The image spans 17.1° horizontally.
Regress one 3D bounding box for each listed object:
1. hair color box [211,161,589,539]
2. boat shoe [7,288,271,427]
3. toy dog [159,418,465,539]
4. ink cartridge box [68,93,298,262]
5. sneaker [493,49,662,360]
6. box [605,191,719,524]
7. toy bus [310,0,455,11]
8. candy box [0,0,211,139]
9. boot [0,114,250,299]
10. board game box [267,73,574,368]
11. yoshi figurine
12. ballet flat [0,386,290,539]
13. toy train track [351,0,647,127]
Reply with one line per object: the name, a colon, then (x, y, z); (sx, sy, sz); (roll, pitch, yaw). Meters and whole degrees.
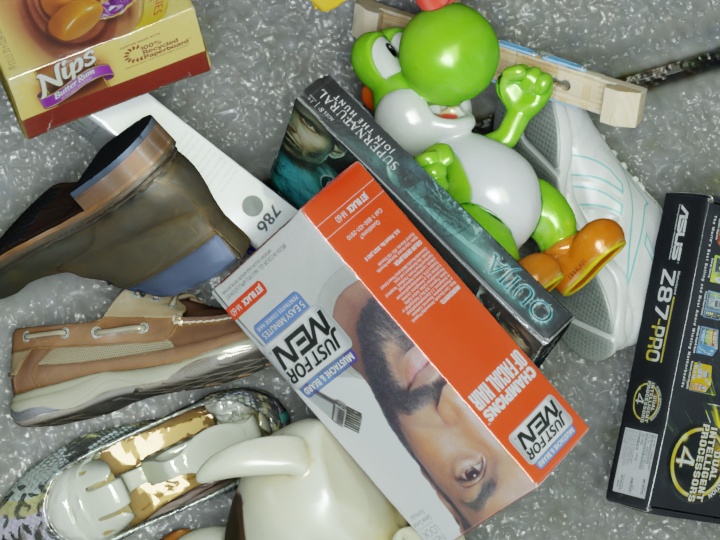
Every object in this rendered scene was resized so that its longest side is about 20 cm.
hair color box: (0.021, 0.051, 1.355); (0.200, 0.111, 0.064); (48, 48, -1)
boat shoe: (-0.127, 0.040, 1.453); (0.200, 0.076, 0.072); (-15, 81, 12)
toy dog: (-0.047, 0.182, 1.439); (0.194, 0.200, 0.140); (14, 46, -44)
ink cartridge box: (-0.099, -0.054, 1.465); (0.200, 0.099, 0.039); (40, 81, -8)
sneaker: (0.144, -0.046, 1.529); (0.080, 0.070, 0.201); (-16, 87, -34)
box: (0.245, 0.063, 1.519); (0.161, 0.049, 0.200); (13, 87, -35)
toy bus: (-0.003, -0.214, 1.350); (0.200, 0.136, 0.192); (-17, 130, 15)
candy box: (-0.177, -0.177, 1.417); (0.117, 0.057, 0.200); (-21, 51, -8)
boot: (-0.154, -0.007, 1.427); (0.097, 0.200, 0.075); (45, 45, -14)
board game box: (0.030, -0.012, 1.394); (0.200, 0.135, 0.028); (45, 69, 9)
yoshi figurine: (0.072, -0.078, 1.418); (0.112, 0.112, 0.200); (-37, 76, 5)
ballet flat: (-0.135, 0.125, 1.475); (0.200, 0.072, 0.072); (-24, 94, -8)
toy train track: (0.078, -0.125, 1.475); (0.200, 0.033, 0.115); (20, 122, 23)
